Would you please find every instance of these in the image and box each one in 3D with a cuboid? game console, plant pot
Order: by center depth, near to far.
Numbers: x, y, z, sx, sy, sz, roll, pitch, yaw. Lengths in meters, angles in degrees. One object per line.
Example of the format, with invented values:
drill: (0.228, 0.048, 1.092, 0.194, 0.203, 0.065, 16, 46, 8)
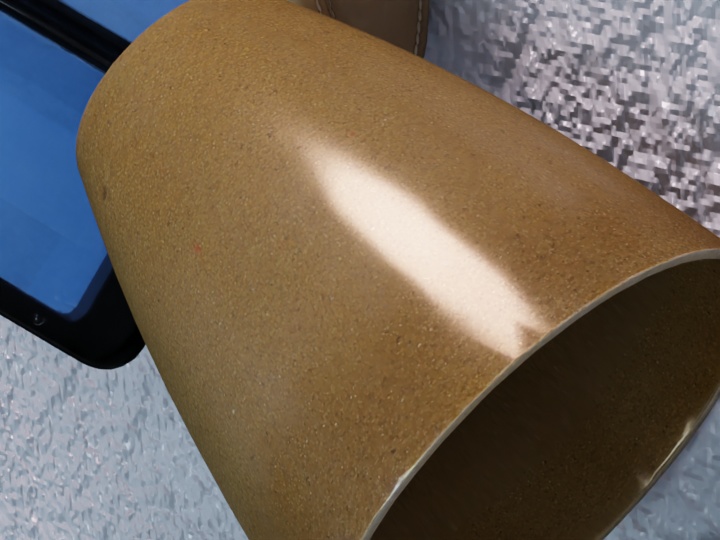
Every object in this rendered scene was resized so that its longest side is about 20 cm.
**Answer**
plant pot: (0.000, 0.000, 0.853, 0.200, 0.186, 0.187, 47, 135, 25)
game console: (-0.133, -0.087, 0.983, 0.199, 0.117, 0.176, 30, 144, -1)

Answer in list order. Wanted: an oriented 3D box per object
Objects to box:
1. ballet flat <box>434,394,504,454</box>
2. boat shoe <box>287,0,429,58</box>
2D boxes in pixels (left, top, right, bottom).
ballet flat: (0.029, 0.121, 0.986, 0.070, 0.067, 0.201, -126, 35, -62)
boat shoe: (-0.002, -0.156, 0.900, 0.066, 0.074, 0.201, 10, 115, 47)
